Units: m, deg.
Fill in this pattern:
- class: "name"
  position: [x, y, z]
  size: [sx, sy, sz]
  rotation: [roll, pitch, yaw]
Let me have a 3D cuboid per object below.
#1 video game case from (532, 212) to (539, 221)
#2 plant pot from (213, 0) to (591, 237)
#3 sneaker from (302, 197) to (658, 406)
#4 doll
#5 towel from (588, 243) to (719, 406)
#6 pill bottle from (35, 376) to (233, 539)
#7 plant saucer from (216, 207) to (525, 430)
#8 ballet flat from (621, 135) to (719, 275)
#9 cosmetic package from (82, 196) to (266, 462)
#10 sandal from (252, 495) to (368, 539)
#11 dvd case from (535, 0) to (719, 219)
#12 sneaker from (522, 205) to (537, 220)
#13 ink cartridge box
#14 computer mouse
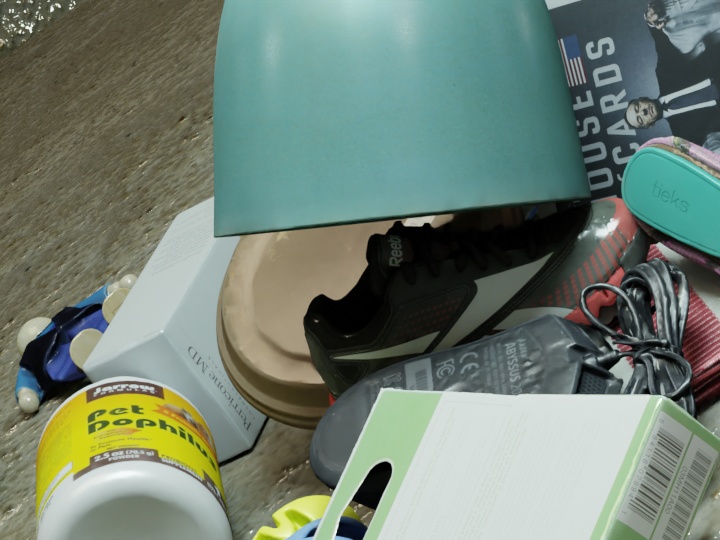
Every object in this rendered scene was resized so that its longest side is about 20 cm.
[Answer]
- class: "video game case"
  position: [0.076, 0.028, 1.401]
  size: [0.182, 0.024, 0.200]
  rotation: [-27, 19, 24]
- class: "plant pot"
  position: [0.014, -0.107, 1.254]
  size: [0.201, 0.161, 0.201]
  rotation: [-6, 1, 0]
- class: "sneaker"
  position: [0.056, 0.009, 1.243]
  size: [0.200, 0.098, 0.071]
  rotation: [-29, 25, 10]
- class: "doll"
  position: [-0.216, 0.052, 1.833]
  size: [0.136, 0.048, 0.200]
  rotation: [-52, 16, -20]
- class: "towel"
  position: [0.110, 0.059, 1.231]
  size: [0.200, 0.023, 0.144]
  rotation: [-34, 27, 3]
- class: "pill bottle"
  position: [-0.134, 0.130, 1.389]
  size: [0.109, 0.109, 0.200]
  rotation: [-35, 18, 3]
- class: "plant saucer"
  position: [0.000, 0.000, 1.381]
  size: [0.200, 0.029, 0.200]
  rotation: [-17, 49, 20]
- class: "ballet flat"
  position: [0.208, -0.011, 1.164]
  size: [0.200, 0.071, 0.069]
  rotation: [39, 119, 49]
- class: "cosmetic package"
  position: [-0.097, 0.036, 1.570]
  size: [0.071, 0.101, 0.200]
  rotation: [-25, 22, 28]
- class: "sandal"
  position: [-0.055, 0.186, 1.163]
  size: [0.200, 0.079, 0.087]
  rotation: [-46, 23, -22]
- class: "dvd case"
  position: [0.173, -0.092, 1.291]
  size: [0.200, 0.150, 0.025]
  rotation: [-13, 2, 35]
- class: "sneaker"
  position: [0.026, -0.013, 1.430]
  size: [0.200, 0.076, 0.077]
  rotation: [-39, 12, -7]
- class: "ink cartridge box"
  position: [0.056, 0.125, 1.071]
  size: [0.200, 0.048, 0.146]
  rotation: [-4, 56, 55]
- class: "computer mouse"
  position: [0.073, 0.076, 1.170]
  size: [0.200, 0.053, 0.139]
  rotation: [-17, 37, 16]
